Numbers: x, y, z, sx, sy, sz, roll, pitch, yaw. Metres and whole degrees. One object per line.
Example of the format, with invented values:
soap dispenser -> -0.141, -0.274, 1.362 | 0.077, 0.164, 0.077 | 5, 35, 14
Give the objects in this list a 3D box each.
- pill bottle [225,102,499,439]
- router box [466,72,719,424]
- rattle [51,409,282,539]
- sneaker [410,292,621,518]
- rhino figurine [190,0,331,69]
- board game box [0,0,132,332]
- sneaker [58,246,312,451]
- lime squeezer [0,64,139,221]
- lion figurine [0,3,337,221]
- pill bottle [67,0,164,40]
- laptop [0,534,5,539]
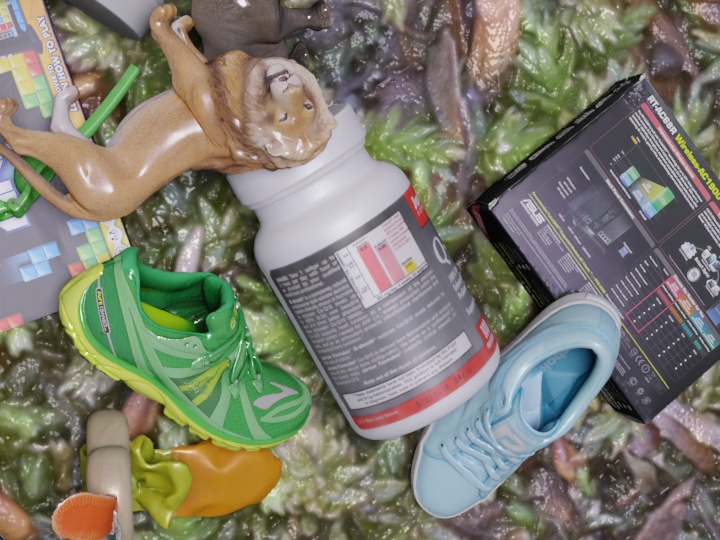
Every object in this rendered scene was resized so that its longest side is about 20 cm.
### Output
pill bottle -> 0.000, 0.000, 0.881 | 0.115, 0.116, 0.201 | -31, 102, -9
router box -> 0.194, -0.015, 0.955 | 0.150, 0.062, 0.200 | -38, 98, -7
rattle -> -0.113, 0.150, 0.821 | 0.142, 0.200, 0.131 | 14, 75, -9
sneaker -> 0.098, 0.100, 0.901 | 0.074, 0.082, 0.200 | 36, 109, -1
rhino figurine -> -0.067, -0.165, 0.851 | 0.087, 0.201, 0.060 | -19, 53, -17
board game box -> -0.251, -0.059, 0.864 | 0.164, 0.057, 0.201 | -21, 95, -12
sneaker -> -0.098, 0.053, 0.858 | 0.083, 0.074, 0.200 | -39, 129, 23
lime squeezer -> -0.222, -0.064, 0.830 | 0.199, 0.038, 0.071 | -21, 64, -9
lion figurine -> -0.122, -0.079, 0.796 | 0.199, 0.072, 0.123 | -32, 84, 2
pill bottle -> -0.122, -0.254, 0.858 | 0.110, 0.111, 0.201 | 32, 85, -11
laptop -> -0.290, 0.231, 0.833 | 0.200, 0.116, 0.188 | -39, 98, -8
